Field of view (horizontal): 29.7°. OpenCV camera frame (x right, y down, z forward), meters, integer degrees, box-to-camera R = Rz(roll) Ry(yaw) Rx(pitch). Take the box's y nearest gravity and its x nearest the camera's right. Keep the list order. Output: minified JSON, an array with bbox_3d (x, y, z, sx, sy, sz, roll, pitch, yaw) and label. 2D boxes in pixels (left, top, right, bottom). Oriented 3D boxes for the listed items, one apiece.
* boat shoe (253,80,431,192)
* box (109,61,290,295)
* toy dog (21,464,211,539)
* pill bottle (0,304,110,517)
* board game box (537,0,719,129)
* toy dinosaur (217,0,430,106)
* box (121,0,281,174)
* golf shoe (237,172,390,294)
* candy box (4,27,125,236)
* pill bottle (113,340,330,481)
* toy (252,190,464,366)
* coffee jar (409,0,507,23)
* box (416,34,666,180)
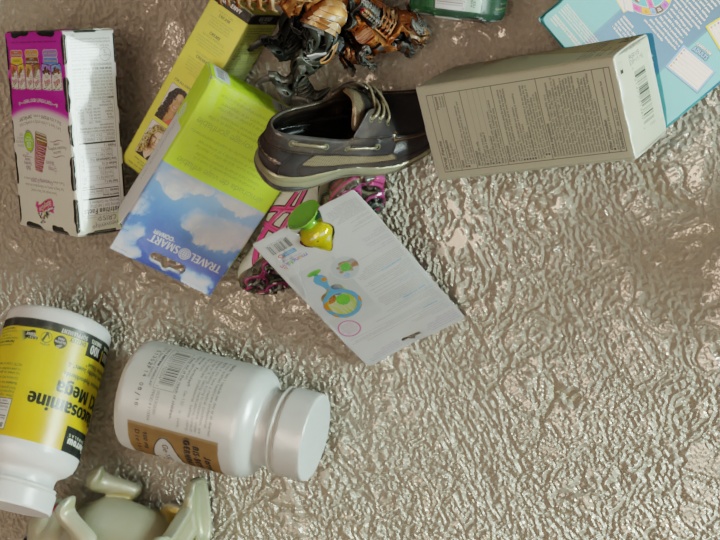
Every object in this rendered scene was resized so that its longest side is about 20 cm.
[{"bbox_3d":[-0.001,-0.130,1.243,0.075,0.199,0.073,57,156,27],"label":"boat shoe"},{"bbox_3d":[-0.146,-0.086,1.315,0.121,0.048,0.200,27,111,-23],"label":"box"},{"bbox_3d":[-0.267,0.299,1.448,0.199,0.140,0.195,5,129,17],"label":"toy dog"},{"bbox_3d":[-0.333,0.145,1.394,0.112,0.113,0.201,6,71,17],"label":"pill bottle"},{"bbox_3d":[0.282,-0.233,1.195,0.200,0.047,0.151,-41,87,20],"label":"board game box"},{"bbox_3d":[-0.037,-0.230,1.254,0.199,0.102,0.136,26,131,-14],"label":"toy dinosaur"},{"bbox_3d":[-0.157,-0.181,1.337,0.050,0.075,0.201,36,110,10],"label":"box"},{"bbox_3d":[-0.053,-0.055,1.338,0.200,0.072,0.092,-42,54,25],"label":"golf shoe"},{"bbox_3d":[-0.296,-0.141,1.365,0.136,0.061,0.201,12,107,51],"label":"candy box"},{"bbox_3d":[-0.138,0.146,1.371,0.199,0.114,0.115,12,104,16],"label":"pill bottle"},{"bbox_3d":[0.000,0.000,1.305,0.115,0.047,0.200,-27,131,20],"label":"toy"},{"bbox_3d":[0.098,-0.325,1.208,0.085,0.104,0.201,10,103,13],"label":"coffee jar"},{"bbox_3d":[0.158,-0.142,1.203,0.199,0.078,0.096,-2,111,36],"label":"box"}]
